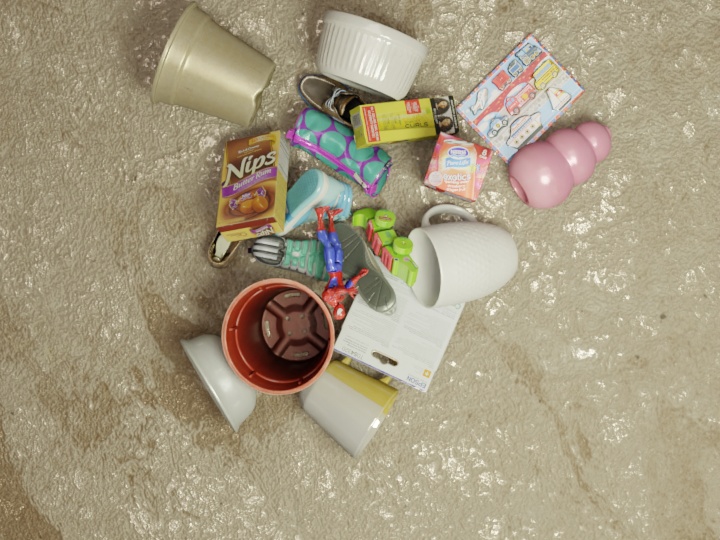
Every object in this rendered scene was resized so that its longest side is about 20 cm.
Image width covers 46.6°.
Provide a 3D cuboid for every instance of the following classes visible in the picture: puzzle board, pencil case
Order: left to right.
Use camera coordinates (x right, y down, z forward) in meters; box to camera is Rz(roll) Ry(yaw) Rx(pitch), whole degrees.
[{"bbox_3d":[-0.036,-0.223,1.571,0.199,0.093,0.085,32,135,5],"label":"pencil case"},{"bbox_3d":[0.301,-0.322,1.574,0.200,0.017,0.151,-44,88,5],"label":"puzzle board"}]

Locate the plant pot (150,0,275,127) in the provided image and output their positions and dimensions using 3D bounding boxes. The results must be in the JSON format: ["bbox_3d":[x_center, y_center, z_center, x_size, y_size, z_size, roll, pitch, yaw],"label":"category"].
[{"bbox_3d":[-0.264,-0.363,1.550,0.182,0.200,0.202,25,94,-8],"label":"plant pot"}]

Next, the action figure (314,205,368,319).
[{"bbox_3d":[-0.027,-0.015,1.480,0.098,0.065,0.202,-7,83,35],"label":"action figure"}]

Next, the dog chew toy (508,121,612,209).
[{"bbox_3d":[0.370,-0.201,1.525,0.199,0.125,0.125,-34,89,-3],"label":"dog chew toy"}]

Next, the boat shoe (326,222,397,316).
[{"bbox_3d":[0.002,0.000,1.548,0.074,0.065,0.202,-38,68,-2],"label":"boat shoe"}]

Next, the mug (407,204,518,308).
[{"bbox_3d":[0.183,-0.039,1.535,0.174,0.148,0.201,-10,59,-20],"label":"mug"}]

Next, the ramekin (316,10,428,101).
[{"bbox_3d":[0.014,-0.382,1.508,0.199,0.200,0.106,20,98,4],"label":"ramekin"}]

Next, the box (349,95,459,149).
[{"bbox_3d":[0.082,-0.274,1.534,0.198,0.050,0.076,-10,91,-24],"label":"box"}]

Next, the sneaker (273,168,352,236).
[{"bbox_3d":[-0.092,-0.108,1.589,0.200,0.130,0.080,-33,57,38],"label":"sneaker"}]

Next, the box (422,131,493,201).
[{"bbox_3d":[0.173,-0.181,1.498,0.099,0.200,0.096,20,96,4],"label":"box"}]

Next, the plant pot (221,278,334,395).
[{"bbox_3d":[-0.135,0.110,1.537,0.199,0.195,0.203,0,93,5],"label":"plant pot"}]

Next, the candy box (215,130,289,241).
[{"bbox_3d":[-0.198,-0.158,1.549,0.116,0.057,0.201,-9,56,15],"label":"candy box"}]

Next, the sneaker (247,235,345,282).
[{"bbox_3d":[-0.115,-0.027,1.603,0.198,0.087,0.075,16,84,-19],"label":"sneaker"}]

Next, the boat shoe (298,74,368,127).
[{"bbox_3d":[-0.030,-0.315,1.576,0.199,0.072,0.073,28,94,4],"label":"boat shoe"}]

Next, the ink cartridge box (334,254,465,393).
[{"bbox_3d":[0.074,0.101,1.574,0.195,0.043,0.201,25,79,3],"label":"ink cartridge box"}]

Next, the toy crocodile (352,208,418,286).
[{"bbox_3d":[0.049,-0.048,1.542,0.061,0.068,0.201,-13,50,-23],"label":"toy crocodile"}]

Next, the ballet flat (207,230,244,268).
[{"bbox_3d":[-0.235,-0.092,1.604,0.068,0.067,0.201,26,94,4],"label":"ballet flat"}]

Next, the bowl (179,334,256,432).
[{"bbox_3d":[-0.250,0.195,1.568,0.090,0.201,0.202,-31,89,-14],"label":"bowl"}]

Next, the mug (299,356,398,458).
[{"bbox_3d":[-0.021,0.236,1.578,0.153,0.187,0.150,32,136,12],"label":"mug"}]
